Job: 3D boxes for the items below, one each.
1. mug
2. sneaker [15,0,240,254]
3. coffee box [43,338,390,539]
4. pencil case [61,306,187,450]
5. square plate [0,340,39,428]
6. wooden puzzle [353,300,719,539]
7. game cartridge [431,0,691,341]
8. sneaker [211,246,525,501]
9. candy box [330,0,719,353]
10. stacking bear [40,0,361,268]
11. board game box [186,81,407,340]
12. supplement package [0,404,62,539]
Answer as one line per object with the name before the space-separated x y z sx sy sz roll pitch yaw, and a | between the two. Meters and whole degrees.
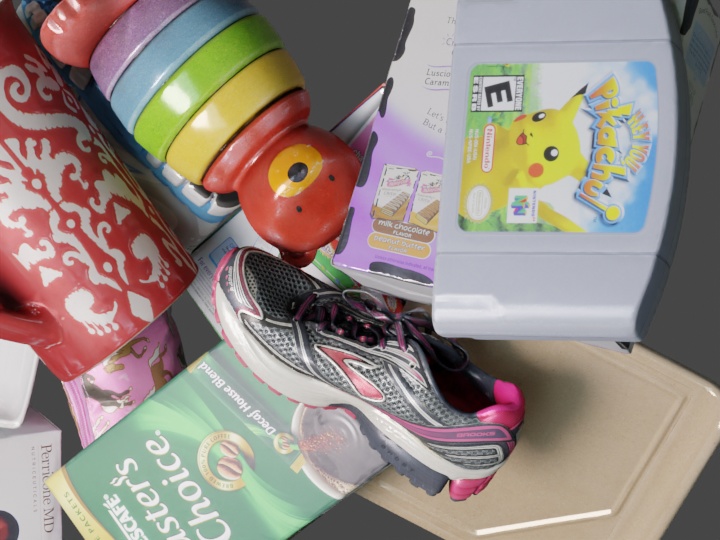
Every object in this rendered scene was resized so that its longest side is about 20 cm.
mug | -0.214 -0.030 1.654 0.200 0.177 0.133 51 164 -10
sneaker | -0.158 -0.086 1.733 0.200 0.075 0.087 50 126 20
coffee box | -0.082 0.118 1.688 0.200 0.044 0.123 -36 87 21
pencil case | -0.139 0.114 1.777 0.082 0.087 0.201 -12 96 8
square plate | -0.272 -0.004 1.804 0.197 0.028 0.201 7 74 25
wooden puzzle | 0.100 0.095 1.664 0.199 0.037 0.186 30 122 5
game cartridge | 0.111 -0.062 1.506 0.132 0.040 0.201 1 76 16
sneaker | 0.006 0.044 1.600 0.199 0.081 0.075 33 134 0
candy box | 0.096 -0.073 1.573 0.167 0.072 0.201 14 81 24
stacking bear | -0.077 -0.095 1.642 0.121 0.114 0.200 -41 83 -11
board game box | 0.000 0.000 1.705 0.200 0.040 0.153 -38 85 29
supplement package | -0.307 0.183 1.792 0.147 0.199 0.193 28 122 58
